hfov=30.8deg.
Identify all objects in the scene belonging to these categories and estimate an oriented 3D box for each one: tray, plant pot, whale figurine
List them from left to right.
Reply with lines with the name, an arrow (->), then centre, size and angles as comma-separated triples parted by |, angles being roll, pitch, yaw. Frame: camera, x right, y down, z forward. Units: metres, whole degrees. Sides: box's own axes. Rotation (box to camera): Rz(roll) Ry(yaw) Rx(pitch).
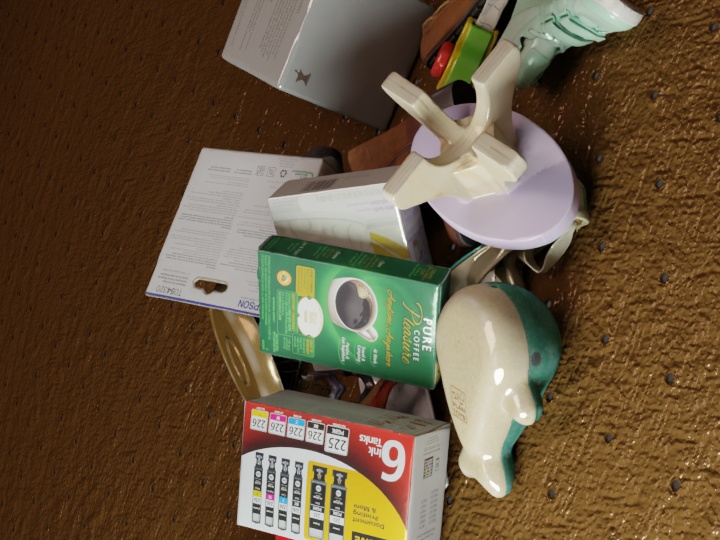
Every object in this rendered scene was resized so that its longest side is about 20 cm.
plant pot -> -0.141, 0.108, 1.604 | 0.201, 0.027, 0.201 | 56, 162, 30
tray -> 0.050, 0.169, 1.404 | 0.107, 0.022, 0.202 | -45, 41, 35
whale figurine -> 0.137, 0.110, 1.254 | 0.159, 0.103, 0.203 | 25, 119, 61

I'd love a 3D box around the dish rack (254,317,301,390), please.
dish rack -> -0.113, 0.054, 1.612 | 0.154, 0.054, 0.202 | 54, 141, 40

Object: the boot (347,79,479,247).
boot -> 0.053, -0.083, 1.408 | 0.199, 0.068, 0.190 | -30, 64, 44

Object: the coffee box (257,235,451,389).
coffee box -> -0.008, 0.042, 1.330 | 0.198, 0.044, 0.124 | 10, 117, 19

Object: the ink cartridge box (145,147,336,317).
ink cartridge box -> -0.141, -0.043, 1.544 | 0.195, 0.043, 0.202 | 9, 74, 36

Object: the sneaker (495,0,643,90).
sneaker -> 0.204, -0.229, 1.314 | 0.119, 0.073, 0.200 | -63, 23, 3

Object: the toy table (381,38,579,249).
toy table -> 0.108, -0.115, 1.240 | 0.199, 0.117, 0.185 | 24, 80, 37

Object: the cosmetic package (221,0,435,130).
cosmetic package -> -0.045, -0.298, 1.643 | 0.200, 0.165, 0.169 | 37, 106, 57

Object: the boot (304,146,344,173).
boot -> -0.062, -0.039, 1.595 | 0.132, 0.069, 0.201 | -108, 29, -48

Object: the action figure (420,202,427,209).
action figure -> 0.033, -0.076, 1.525 | 0.201, 0.054, 0.119 | -59, 37, 26

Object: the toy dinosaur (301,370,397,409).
toy dinosaur -> -0.022, 0.199, 1.406 | 0.199, 0.104, 0.184 | -7, 89, 48

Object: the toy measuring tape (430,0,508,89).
toy measuring tape -> 0.123, -0.240, 1.418 | 0.201, 0.073, 0.074 | 118, 153, -55

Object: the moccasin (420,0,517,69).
moccasin -> 0.136, -0.306, 1.468 | 0.201, 0.073, 0.079 | -44, 50, 51

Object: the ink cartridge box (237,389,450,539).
ink cartridge box -> -0.020, 0.227, 1.318 | 0.198, 0.084, 0.178 | 7, 97, 29

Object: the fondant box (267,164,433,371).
fondant box -> 0.000, 0.000, 1.367 | 0.143, 0.058, 0.202 | -6, 111, 24

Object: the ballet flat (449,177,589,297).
ballet flat -> 0.154, -0.014, 1.304 | 0.200, 0.069, 0.070 | -45, 41, 34
